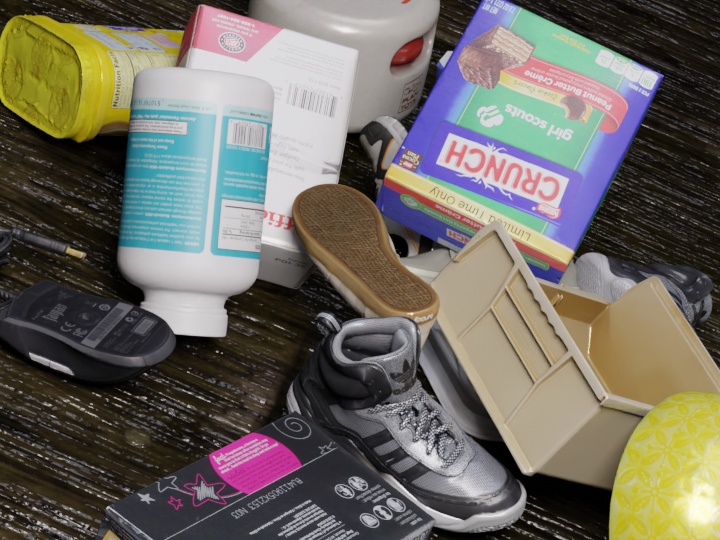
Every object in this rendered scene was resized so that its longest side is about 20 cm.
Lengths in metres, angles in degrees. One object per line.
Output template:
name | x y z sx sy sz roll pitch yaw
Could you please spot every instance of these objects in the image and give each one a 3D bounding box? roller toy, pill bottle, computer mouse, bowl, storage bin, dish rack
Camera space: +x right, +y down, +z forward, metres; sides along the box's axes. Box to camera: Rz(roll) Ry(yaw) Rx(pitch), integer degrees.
roller toy | -0.021 -0.221 2.091 0.182 0.140 0.200 1 36 -15
pill bottle | -0.129 -0.051 1.663 0.110 0.201 0.111 6 0 0
computer mouse | -0.224 0.030 1.630 0.199 0.046 0.140 15 32 10
bowl | 0.278 0.184 1.534 0.108 0.201 0.200 -3 5 45
storage bin | 0.177 0.071 1.657 0.200 0.094 0.199 17 35 -43
dish rack | 0.147 0.080 1.803 0.199 0.044 0.172 6 34 -25

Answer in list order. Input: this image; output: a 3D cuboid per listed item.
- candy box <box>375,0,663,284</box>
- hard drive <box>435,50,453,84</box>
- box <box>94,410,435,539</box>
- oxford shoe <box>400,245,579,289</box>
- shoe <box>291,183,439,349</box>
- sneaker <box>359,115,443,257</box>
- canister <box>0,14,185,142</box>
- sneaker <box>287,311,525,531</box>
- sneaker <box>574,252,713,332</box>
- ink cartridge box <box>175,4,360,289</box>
candy box | 0.131 -0.106 1.794 0.169 0.077 0.200 26 68 6
hard drive | 0.124 -0.103 1.951 0.132 0.200 0.025 31 65 16
box | -0.069 0.197 1.382 0.132 0.115 0.200 36 33 21
oxford shoe | 0.093 -0.004 1.824 0.199 0.058 0.075 3 -3 -22
shoe | 0.000 0.000 1.686 0.070 0.053 0.200 -16 39 -18
sneaker | 0.037 -0.063 1.922 0.200 0.080 0.074 57 -1 45
canister | -0.199 -0.167 1.915 0.200 0.087 0.148 -1 21 -39
sneaker | 0.037 0.107 1.580 0.200 0.114 0.075 30 48 18
sneaker | 0.278 0.048 1.909 0.114 0.076 0.200 -3 35 -34
ink cartridge box | -0.093 -0.102 1.805 0.146 0.083 0.201 16 64 -12
